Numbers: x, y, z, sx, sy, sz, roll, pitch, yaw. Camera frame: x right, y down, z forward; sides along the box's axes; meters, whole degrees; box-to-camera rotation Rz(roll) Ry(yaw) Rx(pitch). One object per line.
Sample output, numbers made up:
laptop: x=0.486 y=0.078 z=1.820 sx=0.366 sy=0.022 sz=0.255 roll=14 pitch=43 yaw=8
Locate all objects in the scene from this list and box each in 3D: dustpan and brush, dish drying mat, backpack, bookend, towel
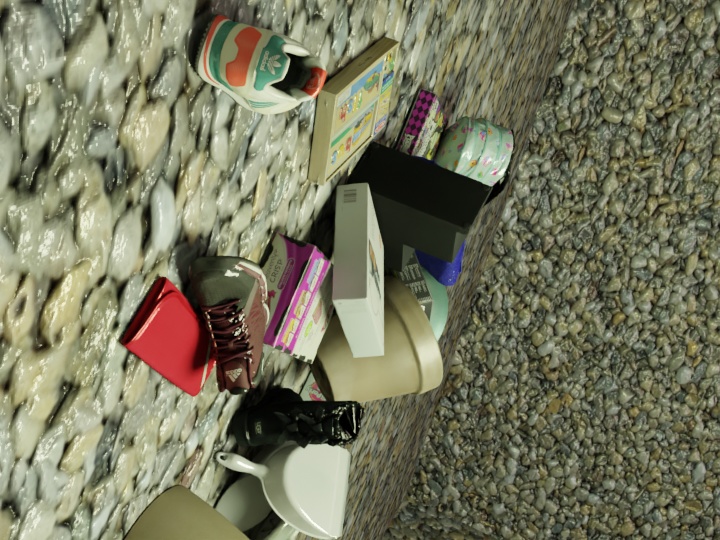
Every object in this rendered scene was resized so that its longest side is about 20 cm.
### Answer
dustpan and brush: x=-0.111 y=0.291 z=1.132 sx=0.057 sy=0.200 sz=0.140 roll=-28 pitch=-138 yaw=39
dish drying mat: x=-0.189 y=0.076 z=0.836 sx=0.077 sy=0.018 sz=0.200 roll=-62 pitch=165 yaw=-17
backpack: x=0.202 y=-0.204 z=1.509 sx=0.200 sy=0.126 sz=0.168 roll=149 pitch=-53 yaw=-61
bookend: x=0.087 y=-0.074 z=1.248 sx=0.092 sy=0.199 sz=0.199 roll=-59 pitch=162 yaw=-29
towel: x=0.129 y=-0.084 z=1.345 sx=0.049 sy=0.148 sz=0.201 roll=-27 pitch=145 yaw=-25

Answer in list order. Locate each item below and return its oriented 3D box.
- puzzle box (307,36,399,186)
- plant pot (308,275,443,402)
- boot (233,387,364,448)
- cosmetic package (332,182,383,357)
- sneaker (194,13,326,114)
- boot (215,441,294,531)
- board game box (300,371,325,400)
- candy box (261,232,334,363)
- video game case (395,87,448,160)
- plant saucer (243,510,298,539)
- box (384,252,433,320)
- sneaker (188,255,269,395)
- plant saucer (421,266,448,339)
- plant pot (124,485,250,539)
puzzle box: x=-0.007 y=-0.212 z=1.052 sx=0.200 sy=0.025 sz=0.133 roll=-52 pitch=159 yaw=-47
plant pot: x=0.009 y=0.130 z=1.285 sx=0.173 sy=0.200 sz=0.200 roll=-22 pitch=148 yaw=-16
boot: x=-0.073 y=0.211 z=1.152 sx=0.198 sy=0.162 sz=0.074 roll=-6 pitch=89 yaw=-72
cosmetic package: x=0.000 y=0.000 z=1.139 sx=0.151 sy=0.051 sz=0.201 roll=77 pitch=12 yaw=-54
sneaker: x=-0.071 y=-0.176 z=0.740 sx=0.071 sy=0.093 sz=0.200 roll=-69 pitch=165 yaw=6
boot: x=-0.151 y=0.326 z=1.243 sx=0.200 sy=0.074 sz=0.096 roll=-41 pitch=-179 yaw=-22
board game box: x=-0.054 y=0.215 z=1.440 sx=0.201 sy=0.064 sz=0.148 roll=-64 pitch=165 yaw=-9
candy box: x=-0.088 y=0.043 z=1.065 sx=0.200 sy=0.061 sz=0.137 roll=51 pitch=60 yaw=-73
video game case: x=0.096 y=-0.201 z=1.416 sx=0.181 sy=0.036 sz=0.201 roll=22 pitch=90 yaw=-77
plant saucer: x=-0.133 y=0.385 z=1.231 sx=0.200 sy=0.050 sz=0.200 roll=-41 pitch=-168 yaw=11
box: x=0.070 y=0.021 z=1.397 sx=0.161 sy=0.044 sz=0.201 roll=93 pitch=-18 yaw=-53
sneaker: x=-0.131 y=0.068 z=0.843 sx=0.200 sy=0.075 sz=0.116 roll=77 pitch=10 yaw=-66
plant saucer: x=0.072 y=0.077 z=1.498 sx=0.036 sy=0.200 sz=0.201 roll=26 pitch=86 yaw=-46
plant pot: x=-0.180 y=0.393 z=0.975 sx=0.188 sy=0.199 sz=0.188 roll=-60 pitch=164 yaw=-30
